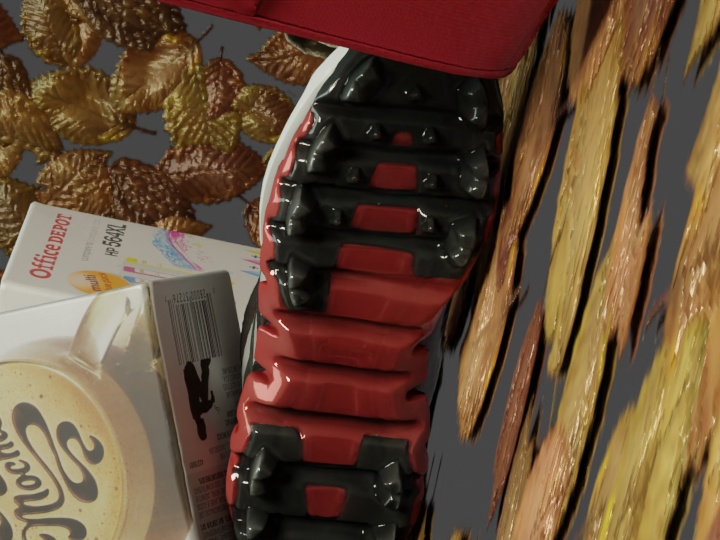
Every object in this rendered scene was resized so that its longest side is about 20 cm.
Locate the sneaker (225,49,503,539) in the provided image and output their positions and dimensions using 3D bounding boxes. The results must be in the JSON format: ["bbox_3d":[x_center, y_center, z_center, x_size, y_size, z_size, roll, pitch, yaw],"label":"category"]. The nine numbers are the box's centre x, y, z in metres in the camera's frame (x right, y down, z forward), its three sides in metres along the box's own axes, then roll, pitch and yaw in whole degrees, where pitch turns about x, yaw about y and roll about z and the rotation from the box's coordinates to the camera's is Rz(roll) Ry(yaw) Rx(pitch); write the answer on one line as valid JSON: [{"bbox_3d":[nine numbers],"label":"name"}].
[{"bbox_3d":[0.000,0.000,0.970,0.098,0.071,0.201,-89,10,-63],"label":"sneaker"}]

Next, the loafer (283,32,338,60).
[{"bbox_3d":[0.001,-0.111,1.137,0.200,0.076,0.068,6,-82,-80],"label":"loafer"}]

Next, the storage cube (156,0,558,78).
[{"bbox_3d":[-0.010,-0.175,0.738,0.180,0.200,0.171,124,159,-65],"label":"storage cube"}]

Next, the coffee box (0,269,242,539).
[{"bbox_3d":[-0.088,0.109,1.004,0.080,0.113,0.200,-10,-90,-72],"label":"coffee box"}]

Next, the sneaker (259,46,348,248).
[{"bbox_3d":[-0.002,-0.031,1.104,0.116,0.074,0.200,-87,8,-51],"label":"sneaker"}]

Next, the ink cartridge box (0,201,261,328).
[{"bbox_3d":[-0.106,0.056,1.446,0.129,0.200,0.125,-89,11,-72],"label":"ink cartridge box"}]
